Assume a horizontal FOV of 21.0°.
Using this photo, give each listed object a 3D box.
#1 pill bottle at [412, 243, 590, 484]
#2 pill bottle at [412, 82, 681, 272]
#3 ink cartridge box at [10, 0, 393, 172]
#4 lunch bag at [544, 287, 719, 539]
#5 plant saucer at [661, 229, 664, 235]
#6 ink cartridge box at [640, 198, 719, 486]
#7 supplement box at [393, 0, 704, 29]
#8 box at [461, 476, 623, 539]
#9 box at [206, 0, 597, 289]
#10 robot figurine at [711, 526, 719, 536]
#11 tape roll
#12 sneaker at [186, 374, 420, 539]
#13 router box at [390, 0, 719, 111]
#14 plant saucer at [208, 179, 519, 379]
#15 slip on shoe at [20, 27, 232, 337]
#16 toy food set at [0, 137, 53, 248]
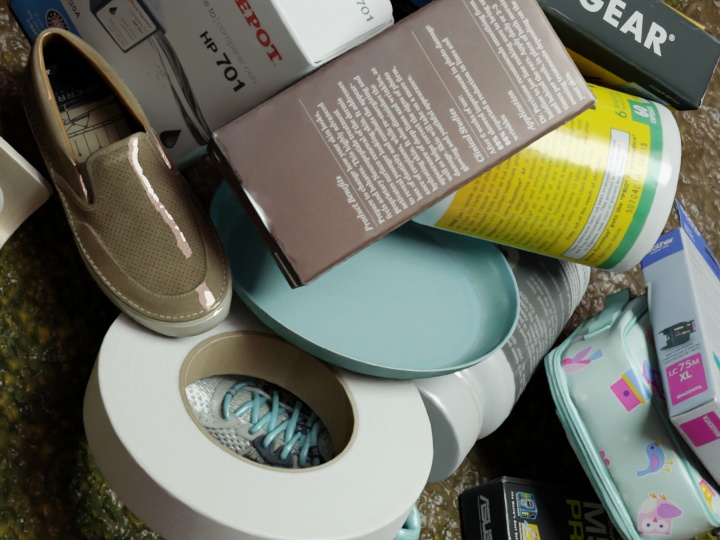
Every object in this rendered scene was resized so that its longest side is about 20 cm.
[{"bbox_3d":[0.066,0.041,1.280,0.113,0.113,0.200,49,46,-13],"label":"pill bottle"},{"bbox_3d":[0.087,-0.074,1.209,0.200,0.113,0.113,14,61,-14],"label":"pill bottle"},{"bbox_3d":[-0.098,-0.155,1.160,0.086,0.200,0.147,-33,93,-43],"label":"ink cartridge box"},{"bbox_3d":[0.195,0.096,1.318,0.161,0.077,0.200,61,19,1],"label":"lunch bag"},{"bbox_3d":[0.134,-0.081,1.368,0.200,0.032,0.200,27,15,-8],"label":"plant saucer"},{"bbox_3d":[0.232,0.057,1.285,0.119,0.042,0.200,50,26,-33],"label":"ink cartridge box"},{"bbox_3d":[0.123,-0.179,1.388,0.200,0.109,0.110,21,14,-25],"label":"supplement box"},{"bbox_3d":[0.148,0.247,1.308,0.160,0.044,0.200,14,63,-37],"label":"box"},{"bbox_3d":[0.022,-0.082,1.104,0.200,0.075,0.100,-31,91,-9],"label":"box"},{"bbox_3d":[0.229,0.241,1.277,0.200,0.058,0.145,-5,115,-36],"label":"robot figurine"},{"bbox_3d":[-0.057,0.085,1.106,0.202,0.037,0.203,15,41,-13],"label":"tape roll"},{"bbox_3d":[-0.040,0.104,1.175,0.200,0.086,0.078,44,49,-13],"label":"sneaker"},{"bbox_3d":[0.110,-0.166,1.240,0.200,0.149,0.051,28,79,-24],"label":"router box"},{"bbox_3d":[0.000,0.000,1.184,0.200,0.027,0.200,16,36,-11],"label":"plant saucer"},{"bbox_3d":[-0.136,-0.053,1.111,0.076,0.061,0.200,-22,68,-14],"label":"slip on shoe"},{"bbox_3d":[-0.267,-0.022,1.051,0.143,0.060,0.200,44,48,-19],"label":"toy food set"}]
